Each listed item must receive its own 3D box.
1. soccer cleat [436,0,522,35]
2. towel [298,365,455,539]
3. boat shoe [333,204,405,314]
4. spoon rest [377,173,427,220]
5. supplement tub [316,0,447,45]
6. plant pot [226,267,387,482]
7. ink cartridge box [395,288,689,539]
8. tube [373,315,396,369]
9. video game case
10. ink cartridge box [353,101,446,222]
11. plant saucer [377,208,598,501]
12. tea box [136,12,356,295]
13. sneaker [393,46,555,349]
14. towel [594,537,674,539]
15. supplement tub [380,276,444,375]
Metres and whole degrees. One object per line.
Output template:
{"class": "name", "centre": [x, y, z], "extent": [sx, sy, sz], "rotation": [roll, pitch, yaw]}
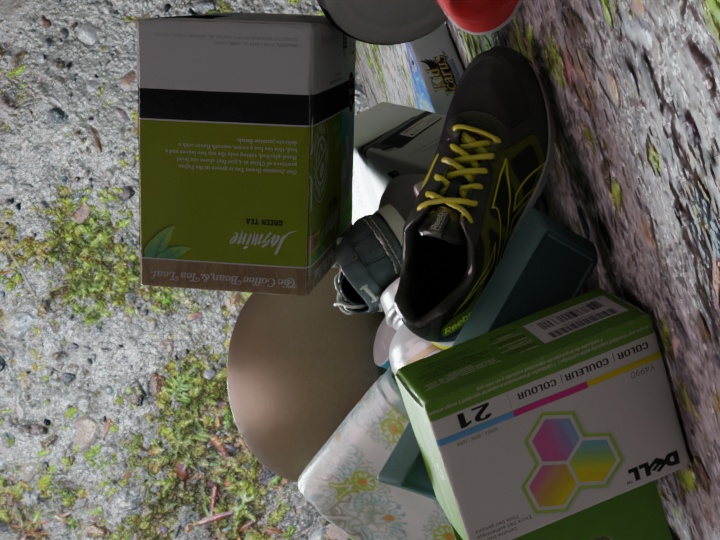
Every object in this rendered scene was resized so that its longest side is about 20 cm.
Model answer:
{"class": "soccer cleat", "centre": [0.056, -0.225, 0.734], "extent": [0.085, 0.068, 0.201], "rotation": [41, -147, -73]}
{"class": "towel", "centre": [0.061, 0.189, 1.037], "extent": [0.200, 0.171, 0.048], "rotation": [38, -145, 3]}
{"class": "boat shoe", "centre": [0.000, 0.000, 0.992], "extent": [0.073, 0.062, 0.200], "rotation": [57, 169, 5]}
{"class": "spoon rest", "centre": [0.057, -0.038, 0.962], "extent": [0.100, 0.060, 0.200], "rotation": [60, 169, 4]}
{"class": "supplement tub", "centre": [0.005, -0.275, 0.972], "extent": [0.123, 0.122, 0.201], "rotation": [72, 180, -46]}
{"class": "plant pot", "centre": [-0.001, 0.090, 1.133], "extent": [0.200, 0.134, 0.202], "rotation": [8, -101, -46]}
{"class": "ink cartridge box", "centre": [0.125, 0.133, 0.780], "extent": [0.076, 0.147, 0.201], "rotation": [-136, 26, -73]}
{"class": "tube", "centre": [0.109, 0.085, 1.053], "extent": [0.051, 0.199, 0.078], "rotation": [-61, 20, 24]}
{"class": "video game case", "centre": [0.098, -0.112, 1.244], "extent": [0.200, 0.045, 0.182], "rotation": [73, 178, -60]}
{"class": "ink cartridge box", "centre": [0.060, -0.055, 1.095], "extent": [0.200, 0.084, 0.145], "rotation": [23, 137, 56]}
{"class": "plant saucer", "centre": [0.086, 0.061, 0.814], "extent": [0.070, 0.201, 0.019], "rotation": [25, -174, -39]}
{"class": "tea box", "centre": [-0.082, -0.099, 0.987], "extent": [0.200, 0.133, 0.198], "rotation": [-55, -31, -74]}
{"class": "sneaker", "centre": [0.073, -0.045, 0.807], "extent": [0.085, 0.074, 0.201], "rotation": [2, -81, -68]}
{"class": "towel", "centre": [0.162, 0.232, 0.884], "extent": [0.022, 0.146, 0.200], "rotation": [53, -175, -14]}
{"class": "supplement tub", "centre": [0.106, 0.087, 0.919], "extent": [0.144, 0.144, 0.201], "rotation": [73, 175, -74]}
